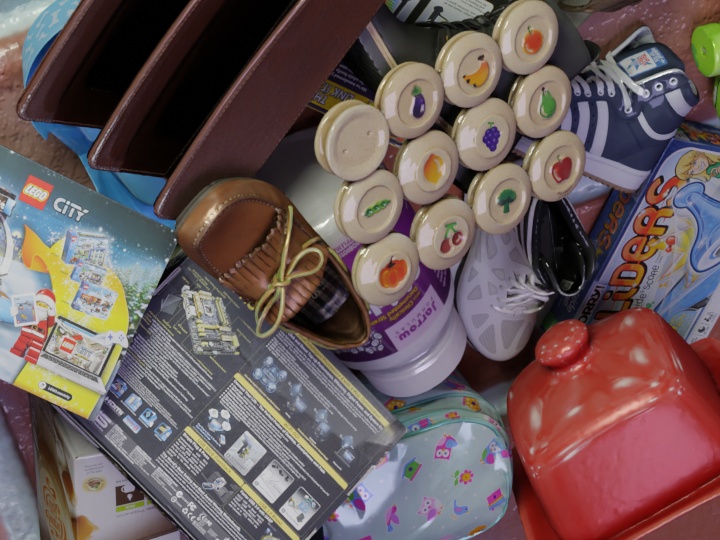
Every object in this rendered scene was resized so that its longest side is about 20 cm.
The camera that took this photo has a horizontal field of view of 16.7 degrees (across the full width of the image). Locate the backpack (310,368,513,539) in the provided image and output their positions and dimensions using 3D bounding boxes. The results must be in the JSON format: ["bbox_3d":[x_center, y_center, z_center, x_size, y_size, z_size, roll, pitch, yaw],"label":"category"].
[{"bbox_3d":[0.013,0.152,1.852,0.199,0.127,0.168,-17,127,-18],"label":"backpack"}]

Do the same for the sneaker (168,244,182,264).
[{"bbox_3d":[-0.108,0.056,1.755,0.089,0.067,0.201,-11,126,-11],"label":"sneaker"}]

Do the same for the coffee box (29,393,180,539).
[{"bbox_3d":[-0.184,0.169,1.775,0.079,0.115,0.201,-13,129,-19],"label":"coffee box"}]

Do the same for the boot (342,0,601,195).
[{"bbox_3d":[0.064,-0.159,1.613,0.138,0.077,0.200,-45,136,-3],"label":"boot"}]

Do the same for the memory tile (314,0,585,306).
[{"bbox_3d":[0.063,-0.077,1.592,0.199,0.017,0.154,-31,125,-25],"label":"memory tile"}]

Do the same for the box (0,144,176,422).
[{"bbox_3d":[-0.234,-0.005,1.584,0.199,0.038,0.137,26,85,-14],"label":"box"}]

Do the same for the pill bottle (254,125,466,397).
[{"bbox_3d":[0.000,0.000,1.737,0.112,0.112,0.200,-34,132,2],"label":"pill bottle"}]

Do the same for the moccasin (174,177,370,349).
[{"bbox_3d":[-0.052,0.002,1.559,0.074,0.078,0.201,-43,146,-2],"label":"moccasin"}]

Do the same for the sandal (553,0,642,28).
[{"bbox_3d":[0.185,-0.222,1.694,0.201,0.057,0.080,-38,133,4],"label":"sandal"}]

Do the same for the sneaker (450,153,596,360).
[{"bbox_3d":[0.117,0.008,1.798,0.075,0.116,0.201,-13,130,-17],"label":"sneaker"}]

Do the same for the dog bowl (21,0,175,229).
[{"bbox_3d":[-0.151,-0.107,1.623,0.111,0.050,0.200,-35,133,2],"label":"dog bowl"}]

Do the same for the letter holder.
[{"bbox_3d":[-0.097,-0.138,1.490,0.200,0.101,0.142,-52,157,16],"label":"letter holder"}]

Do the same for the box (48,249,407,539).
[{"bbox_3d":[-0.091,0.098,1.672,0.200,0.049,0.161,45,79,-12],"label":"box"}]

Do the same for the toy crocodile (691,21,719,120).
[{"bbox_3d":[0.287,-0.190,1.765,0.067,0.062,0.201,-11,131,-18],"label":"toy crocodile"}]

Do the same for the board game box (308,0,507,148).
[{"bbox_3d":[0.003,-0.186,1.634,0.199,0.057,0.166,23,114,-37],"label":"board game box"}]

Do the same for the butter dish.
[{"bbox_3d":[0.181,0.101,1.831,0.199,0.200,0.148,-29,116,9],"label":"butter dish"}]

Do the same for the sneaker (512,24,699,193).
[{"bbox_3d":[0.160,-0.129,1.743,0.199,0.070,0.109,17,121,-42],"label":"sneaker"}]

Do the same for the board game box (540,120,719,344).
[{"bbox_3d":[0.240,-0.019,1.893,0.135,0.035,0.201,8,121,-31],"label":"board game box"}]
